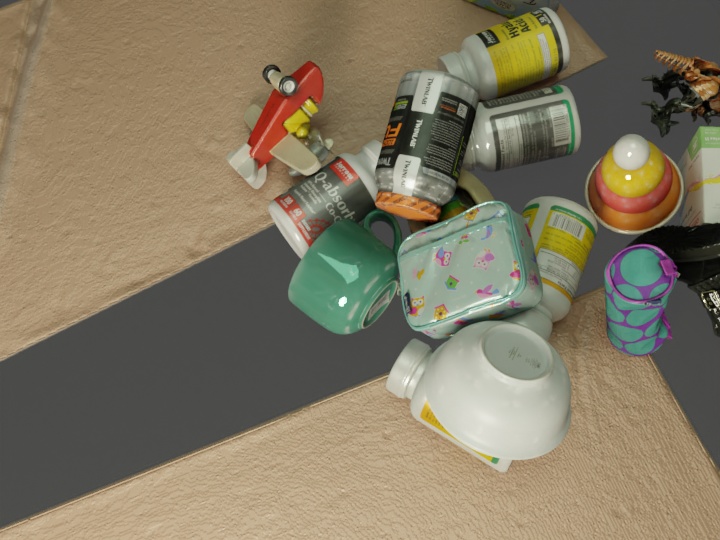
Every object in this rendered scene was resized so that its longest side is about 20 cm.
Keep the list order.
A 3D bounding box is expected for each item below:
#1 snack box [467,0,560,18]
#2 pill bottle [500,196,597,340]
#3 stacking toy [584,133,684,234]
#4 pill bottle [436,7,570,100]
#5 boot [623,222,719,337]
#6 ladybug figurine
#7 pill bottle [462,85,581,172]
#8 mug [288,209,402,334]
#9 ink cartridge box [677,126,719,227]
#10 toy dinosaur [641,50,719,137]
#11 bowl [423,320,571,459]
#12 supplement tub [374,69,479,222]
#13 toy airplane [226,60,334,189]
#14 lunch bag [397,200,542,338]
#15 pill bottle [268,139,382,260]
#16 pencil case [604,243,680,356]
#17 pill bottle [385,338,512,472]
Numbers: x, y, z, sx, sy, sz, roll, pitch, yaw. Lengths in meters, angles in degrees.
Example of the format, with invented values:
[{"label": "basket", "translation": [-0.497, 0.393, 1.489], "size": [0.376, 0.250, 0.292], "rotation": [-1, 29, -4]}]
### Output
[{"label": "snack box", "translation": [0.259, -0.519, 1.298], "size": [0.168, 0.200, 0.068], "rotation": [28, 73, 17]}, {"label": "pill bottle", "translation": [0.262, 0.004, 1.121], "size": [0.112, 0.113, 0.200], "rotation": [19, 71, 14]}, {"label": "stacking toy", "translation": [0.398, -0.147, 1.121], "size": [0.146, 0.200, 0.147], "rotation": [-5, 73, 17]}, {"label": "pill bottle", "translation": [0.234, -0.349, 1.279], "size": [0.200, 0.111, 0.112], "rotation": [-23, 67, -3]}, {"label": "boot", "translation": [0.482, 0.019, 1.101], "size": [0.079, 0.211, 0.158], "rotation": [-42, 106, -20]}, {"label": "ladybug figurine", "translation": [0.146, -0.076, 1.189], "size": [0.136, 0.072, 0.200], "rotation": [-30, 68, 11]}, {"label": "pill bottle", "translation": [0.236, -0.219, 1.224], "size": [0.199, 0.113, 0.113], "rotation": [-12, 67, 1]}, {"label": "mug", "translation": [-0.006, 0.005, 1.129], "size": [0.114, 0.152, 0.185], "rotation": [36, 105, 17]}, {"label": "ink cartridge box", "translation": [0.519, -0.097, 1.138], "size": [0.067, 0.117, 0.201], "rotation": [5, 68, 7]}, {"label": "toy dinosaur", "translation": [0.521, -0.289, 1.204], "size": [0.200, 0.136, 0.102], "rotation": [46, 56, -21]}, {"label": "bowl", "translation": [0.186, 0.131, 0.984], "size": [0.200, 0.091, 0.201], "rotation": [6, 43, -6]}, {"label": "supplement tub", "translation": [0.093, -0.179, 1.126], "size": [0.122, 0.123, 0.201], "rotation": [14, 84, 12]}, {"label": "toy airplane", "translation": [-0.125, -0.218, 1.259], "size": [0.199, 0.141, 0.201], "rotation": [-21, 62, 42]}, {"label": "lunch bag", "translation": [0.142, -0.001, 1.071], "size": [0.200, 0.077, 0.161], "rotation": [-22, 63, 31]}, {"label": "pill bottle", "translation": [-0.034, -0.111, 1.208], "size": [0.200, 0.116, 0.116], "rotation": [-36, 68, -9]}, {"label": "pencil case", "translation": [0.381, 0.046, 1.051], "size": [0.092, 0.200, 0.085], "rotation": [-4, 63, 16]}, {"label": "pill bottle", "translation": [0.140, 0.180, 1.070], "size": [0.200, 0.113, 0.113], "rotation": [29, 74, 17]}]
